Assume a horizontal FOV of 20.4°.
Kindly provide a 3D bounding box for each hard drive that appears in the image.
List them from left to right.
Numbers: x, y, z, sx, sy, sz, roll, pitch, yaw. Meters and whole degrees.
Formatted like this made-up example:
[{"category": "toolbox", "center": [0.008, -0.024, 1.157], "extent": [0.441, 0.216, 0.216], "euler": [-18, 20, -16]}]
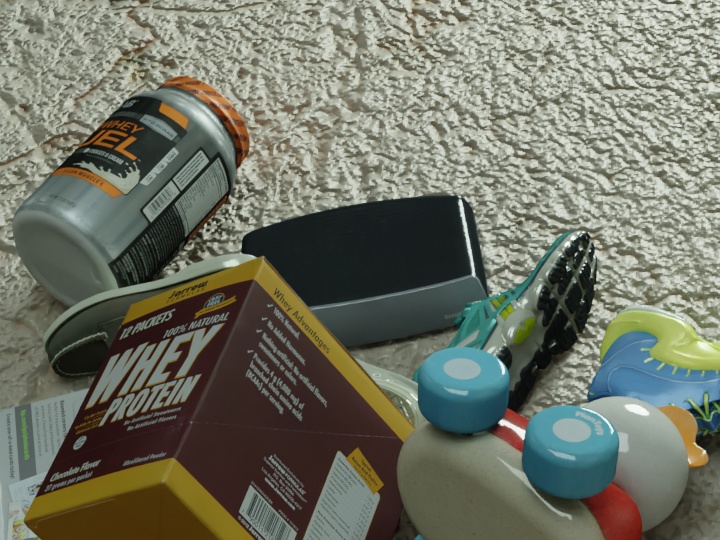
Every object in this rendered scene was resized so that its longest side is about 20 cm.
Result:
[{"category": "hard drive", "center": [0.000, 0.000, 1.623], "extent": [0.199, 0.042, 0.135], "euler": [-10, 44, 3]}]

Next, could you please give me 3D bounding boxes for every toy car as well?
[{"category": "toy car", "center": [0.146, 0.135, 1.371], "extent": [0.177, 0.185, 0.200], "euler": [28, 40, 36]}]

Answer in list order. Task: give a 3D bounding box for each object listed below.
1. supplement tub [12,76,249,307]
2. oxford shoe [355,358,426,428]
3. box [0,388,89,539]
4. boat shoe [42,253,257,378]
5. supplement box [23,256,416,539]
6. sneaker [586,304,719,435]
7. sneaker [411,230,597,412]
[{"category": "supplement tub", "center": [-0.187, -0.066, 1.677], "extent": [0.122, 0.123, 0.200], "euler": [19, 51, 29]}, {"category": "oxford shoe", "center": [-0.012, 0.095, 1.521], "extent": [0.200, 0.076, 0.058], "euler": [20, 12, 41]}, {"category": "box", "center": [-0.202, 0.156, 1.512], "extent": [0.199, 0.041, 0.156], "euler": [-15, 44, -1]}, {"category": "boat shoe", "center": [-0.162, 0.048, 1.578], "extent": [0.201, 0.072, 0.061], "euler": [-20, 57, 18]}, {"category": "supplement box", "center": [-0.085, 0.140, 1.360], "extent": [0.132, 0.197, 0.200], "euler": [-19, 34, 37]}, {"category": "sneaker", "center": [0.252, 0.099, 1.451], "extent": [0.199, 0.076, 0.105], "euler": [19, 63, 38]}, {"category": "sneaker", "center": [0.114, 0.036, 1.540], "extent": [0.079, 0.078, 0.200], "euler": [17, 50, 39]}]
